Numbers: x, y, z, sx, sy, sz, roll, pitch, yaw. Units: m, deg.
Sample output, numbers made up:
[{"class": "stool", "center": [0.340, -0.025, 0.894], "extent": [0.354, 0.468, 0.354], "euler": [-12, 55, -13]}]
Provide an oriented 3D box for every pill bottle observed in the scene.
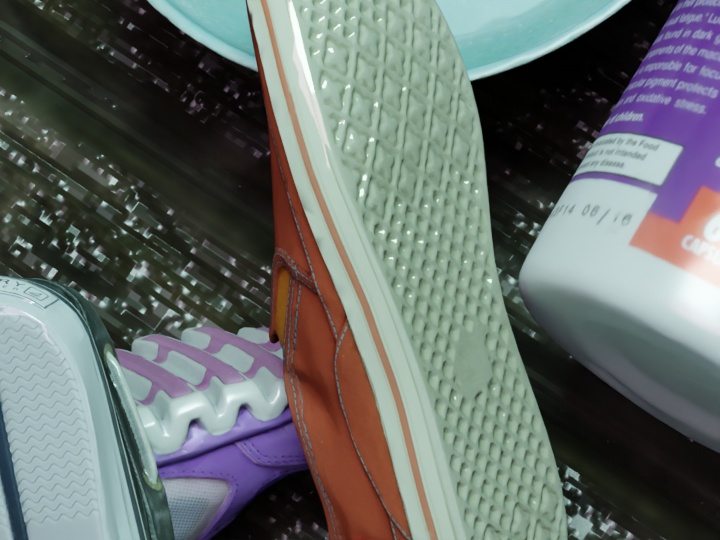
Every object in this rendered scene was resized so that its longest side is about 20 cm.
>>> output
[{"class": "pill bottle", "center": [0.137, -0.051, 0.793], "extent": [0.111, 0.111, 0.201], "euler": [27, 79, 19]}]

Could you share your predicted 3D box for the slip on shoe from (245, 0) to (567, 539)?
[{"class": "slip on shoe", "center": [0.000, 0.000, 0.772], "extent": [0.061, 0.074, 0.201], "euler": [-8, 101, 37]}]

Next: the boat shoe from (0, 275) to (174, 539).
[{"class": "boat shoe", "center": [-0.068, 0.098, 0.747], "extent": [0.072, 0.071, 0.201], "euler": [-2, 98, 17]}]

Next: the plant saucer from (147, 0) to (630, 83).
[{"class": "plant saucer", "center": [0.016, -0.138, 0.837], "extent": [0.199, 0.036, 0.201], "euler": [-4, 72, 11]}]

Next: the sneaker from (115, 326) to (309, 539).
[{"class": "sneaker", "center": [-0.086, 0.081, 0.821], "extent": [0.199, 0.080, 0.089], "euler": [-22, 104, -13]}]
